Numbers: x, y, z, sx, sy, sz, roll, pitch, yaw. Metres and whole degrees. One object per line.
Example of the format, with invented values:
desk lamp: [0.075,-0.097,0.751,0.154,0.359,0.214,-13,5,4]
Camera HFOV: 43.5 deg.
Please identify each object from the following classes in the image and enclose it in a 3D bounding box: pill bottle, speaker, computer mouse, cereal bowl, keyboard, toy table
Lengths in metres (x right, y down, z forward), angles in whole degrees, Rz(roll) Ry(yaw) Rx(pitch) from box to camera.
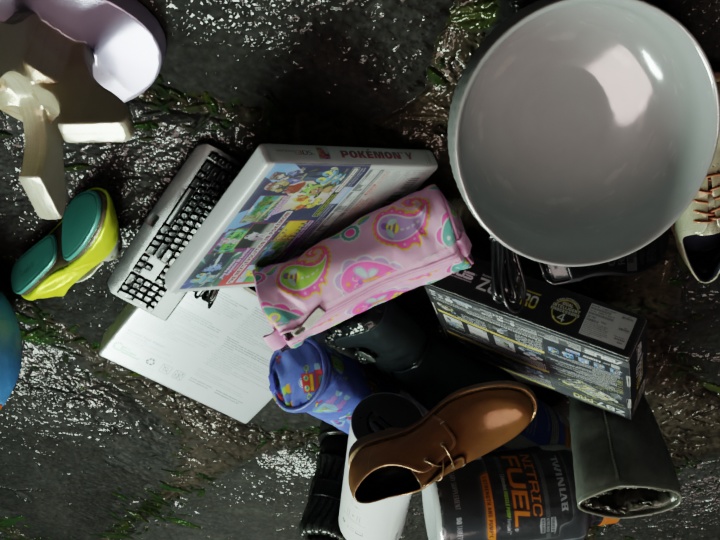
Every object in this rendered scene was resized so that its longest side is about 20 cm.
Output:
pill bottle: [0.169,0.239,0.946,0.198,0.107,0.107,-6,141,-5]
speaker: [0.020,0.224,0.990,0.080,0.082,0.201,6,135,0]
pill bottle: [0.141,0.175,1.030,0.199,0.113,0.112,31,135,-27]
computer mouse: [0.180,-0.054,0.782,0.198,0.142,0.046,-15,-170,-25]
cereal bowl: [0.158,-0.108,0.678,0.198,0.083,0.202,-2,110,-6]
keyboard: [-0.156,-0.021,0.853,0.103,0.040,0.200,26,122,-24]
toy table: [-0.258,-0.143,0.697,0.198,0.118,0.185,-8,139,15]

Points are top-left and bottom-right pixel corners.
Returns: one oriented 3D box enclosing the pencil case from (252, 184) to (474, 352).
pencil case: [0.000,0.000,0.803,0.199,0.088,0.088,-26,135,6]

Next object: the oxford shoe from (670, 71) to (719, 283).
oxford shoe: [0.290,-0.071,0.741,0.070,0.074,0.201,-8,139,17]

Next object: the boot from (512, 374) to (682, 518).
boot: [0.221,0.154,0.922,0.180,0.201,0.073,-8,141,17]

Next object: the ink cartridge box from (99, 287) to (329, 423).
ink cartridge box: [-0.145,0.060,0.972,0.199,0.041,0.200,32,119,-28]

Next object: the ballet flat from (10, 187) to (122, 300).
ballet flat: [-0.277,-0.023,0.896,0.067,0.067,0.199,12,149,-41]

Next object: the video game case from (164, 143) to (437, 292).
video game case: [-0.055,-0.043,0.797,0.181,0.023,0.200,-4,153,-39]

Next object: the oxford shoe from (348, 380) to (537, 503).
oxford shoe: [0.078,0.169,0.846,0.199,0.071,0.072,-29,109,15]

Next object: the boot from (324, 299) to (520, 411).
boot: [0.052,0.083,0.889,0.199,0.077,0.168,24,167,41]

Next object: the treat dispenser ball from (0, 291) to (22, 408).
treat dispenser ball: [-0.454,0.085,0.931,0.199,0.202,0.202,4,141,3]

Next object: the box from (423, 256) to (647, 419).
box: [0.169,0.063,0.856,0.199,0.049,0.162,20,158,26]

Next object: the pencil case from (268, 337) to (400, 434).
pencil case: [-0.024,0.135,0.992,0.086,0.079,0.200,-29,148,18]

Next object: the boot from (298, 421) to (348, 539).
boot: [0.034,0.277,1.130,0.209,0.159,0.080,4,143,3]
